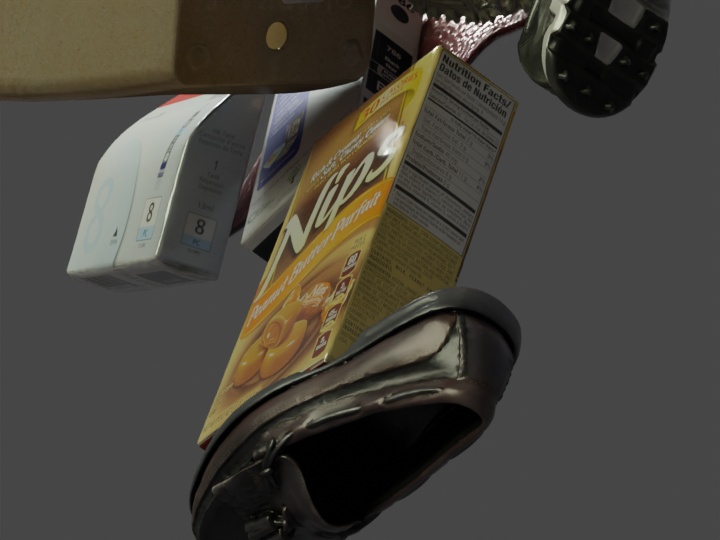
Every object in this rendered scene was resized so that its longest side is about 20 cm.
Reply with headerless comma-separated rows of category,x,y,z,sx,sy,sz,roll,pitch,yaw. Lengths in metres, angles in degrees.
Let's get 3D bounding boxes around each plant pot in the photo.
plant pot,-0.096,-0.179,1.568,0.177,0.199,0.201,18,107,47

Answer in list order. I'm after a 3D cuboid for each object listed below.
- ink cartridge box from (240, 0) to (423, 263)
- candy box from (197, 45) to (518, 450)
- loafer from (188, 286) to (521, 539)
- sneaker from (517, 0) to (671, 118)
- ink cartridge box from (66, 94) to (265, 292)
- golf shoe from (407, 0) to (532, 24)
ink cartridge box,-0.012,-0.093,1.637,0.099,0.039,0.201,-43,24,34
candy box,0.000,0.000,1.422,0.115,0.055,0.201,-35,28,47
loafer,-0.010,0.081,1.296,0.200,0.072,0.063,-39,29,33
sneaker,0.129,-0.163,1.362,0.201,0.066,0.090,-60,21,-6
ink cartridge box,-0.108,-0.090,1.779,0.160,0.047,0.201,-8,67,66
golf shoe,0.095,-0.197,1.510,0.199,0.078,0.097,-27,26,38
